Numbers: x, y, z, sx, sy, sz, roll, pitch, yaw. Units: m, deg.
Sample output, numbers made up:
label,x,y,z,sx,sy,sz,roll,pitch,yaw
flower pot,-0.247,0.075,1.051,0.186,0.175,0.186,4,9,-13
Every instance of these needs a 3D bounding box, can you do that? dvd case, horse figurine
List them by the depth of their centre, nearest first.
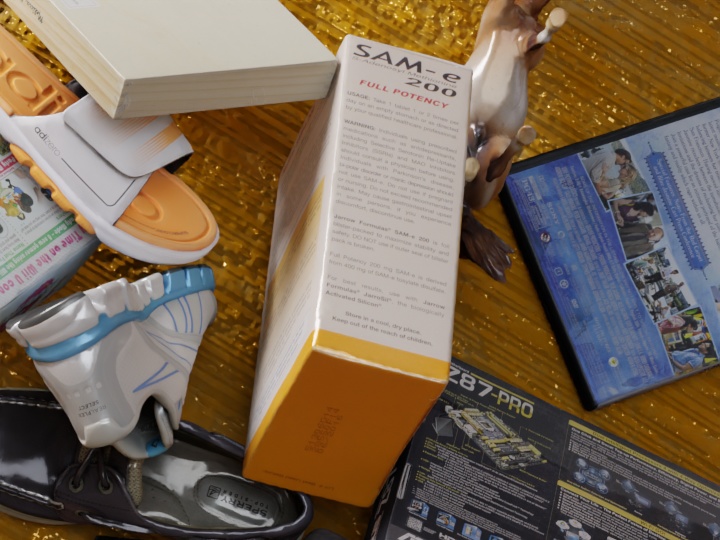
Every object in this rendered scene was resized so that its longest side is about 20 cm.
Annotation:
label,x,y,z,sx,sy,sz,roll,pitch,yaw
horse figurine,0.074,-0.089,1.541,0.050,0.133,0.200,17,77,-6
dvd case,0.187,-0.019,1.601,0.200,0.018,0.143,-18,79,-18

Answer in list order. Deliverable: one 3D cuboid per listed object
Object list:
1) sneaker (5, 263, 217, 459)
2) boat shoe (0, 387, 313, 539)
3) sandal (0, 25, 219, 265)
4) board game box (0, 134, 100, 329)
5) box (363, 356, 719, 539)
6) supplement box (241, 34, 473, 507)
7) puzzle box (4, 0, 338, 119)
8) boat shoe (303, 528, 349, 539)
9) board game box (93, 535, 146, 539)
label,x,y,z,sx,sy,sz,roll,pitch,yaw
sneaker,-0.113,0.049,1.425,0.075,0.200,0.087,-21,90,17
boat shoe,-0.117,0.098,1.459,0.200,0.065,0.072,18,70,-9
sandal,-0.145,-0.085,1.442,0.207,0.059,0.079,42,30,-6
board game box,-0.236,-0.054,1.431,0.200,0.064,0.148,46,32,2
box,0.104,0.143,1.477,0.200,0.049,0.161,26,40,-7
supplement box,0.000,0.000,1.459,0.073,0.126,0.200,14,53,-11
puzzle box,-0.119,-0.146,1.478,0.133,0.025,0.200,-9,41,-37
boat shoe,0.047,0.191,1.472,0.200,0.074,0.073,27,69,-7
board game box,-0.114,0.204,1.381,0.105,0.023,0.200,7,39,17
